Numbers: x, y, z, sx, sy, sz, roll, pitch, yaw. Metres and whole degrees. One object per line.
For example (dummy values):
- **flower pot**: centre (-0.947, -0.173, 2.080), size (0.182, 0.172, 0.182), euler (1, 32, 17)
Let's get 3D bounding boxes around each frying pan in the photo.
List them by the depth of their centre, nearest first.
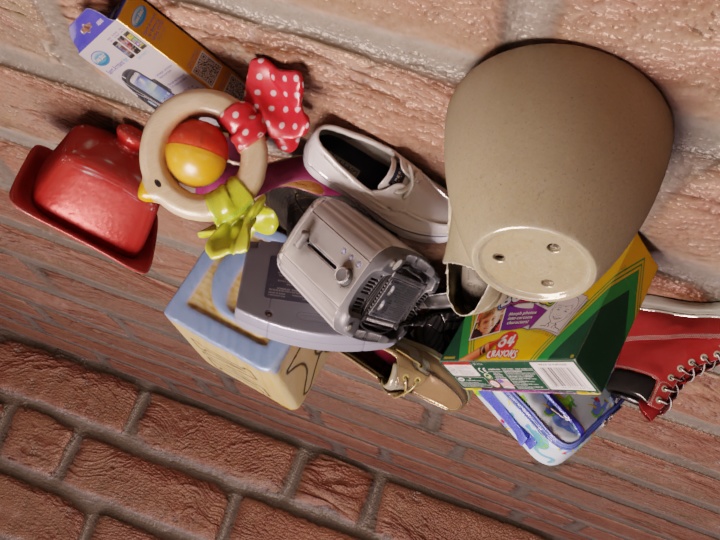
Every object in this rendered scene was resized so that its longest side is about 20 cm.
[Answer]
- **frying pan**: centre (0.098, 0.036, 1.048), size (0.188, 0.032, 0.114), euler (-12, -178, -40)

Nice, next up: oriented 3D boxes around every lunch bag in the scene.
- **lunch bag**: centre (0.223, 0.128, 1.016), size (0.200, 0.159, 0.083), euler (48, 151, 20)

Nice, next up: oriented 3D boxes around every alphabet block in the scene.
- **alphabet block**: centre (-0.144, 0.064, 1.234), size (0.194, 0.197, 0.201), euler (27, 161, 18)

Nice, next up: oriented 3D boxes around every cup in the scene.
- **cup**: centre (0.154, -0.062, 0.681), size (0.196, 0.145, 0.202), euler (13, 147, 9)

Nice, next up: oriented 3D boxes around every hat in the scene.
- **hat**: centre (-0.053, -0.040, 1.076), size (0.197, 0.082, 0.201), euler (19, 160, 7)

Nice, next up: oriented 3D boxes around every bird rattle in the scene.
- **bird rattle**: centre (-0.138, -0.117, 0.812), size (0.160, 0.204, 0.113), euler (13, -172, -10)

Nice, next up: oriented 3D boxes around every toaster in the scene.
- **toaster**: centre (0.000, 0.000, 0.900), size (0.129, 0.114, 0.199), euler (41, -170, 26)

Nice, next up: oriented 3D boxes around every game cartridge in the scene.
- **game cartridge**: centre (-0.049, 0.032, 0.986), size (0.196, 0.135, 0.041), euler (9, 136, -4)

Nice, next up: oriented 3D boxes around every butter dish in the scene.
- **butter dish**: centre (-0.331, -0.125, 1.074), size (0.198, 0.149, 0.201), euler (31, -161, -24)

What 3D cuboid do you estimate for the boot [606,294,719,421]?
- **boot**: centre (0.386, 0.111, 0.924), size (0.197, 0.146, 0.072), euler (4, 152, 36)

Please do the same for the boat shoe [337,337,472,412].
- **boat shoe**: centre (0.046, 0.123, 1.014), size (0.198, 0.067, 0.074), euler (33, 136, 2)

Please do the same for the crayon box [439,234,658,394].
- **crayon box**: centre (0.204, 0.049, 0.899), size (0.058, 0.174, 0.198), euler (46, 151, -23)

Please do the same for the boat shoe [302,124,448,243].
- **boat shoe**: centre (0.030, -0.092, 0.878), size (0.197, 0.075, 0.065), euler (23, 164, -7)

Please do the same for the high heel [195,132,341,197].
- **high heel**: centre (-0.090, -0.088, 0.929), size (0.197, 0.098, 0.067), euler (13, 167, -30)

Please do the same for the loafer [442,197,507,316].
- **loafer**: centre (0.125, -0.031, 0.854), size (0.075, 0.068, 0.203), euler (17, 132, 32)

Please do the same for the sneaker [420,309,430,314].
- **sneaker**: centre (0.068, 0.039, 1.168), size (0.089, 0.080, 0.199), euler (1, 162, 42)

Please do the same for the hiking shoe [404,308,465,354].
- **hiking shoe**: centre (0.139, 0.075, 1.127), size (0.197, 0.078, 0.100), euler (2, -179, -37)

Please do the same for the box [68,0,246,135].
- **box**: centre (-0.209, -0.214, 0.868), size (0.199, 0.042, 0.118), euler (37, 154, -30)
